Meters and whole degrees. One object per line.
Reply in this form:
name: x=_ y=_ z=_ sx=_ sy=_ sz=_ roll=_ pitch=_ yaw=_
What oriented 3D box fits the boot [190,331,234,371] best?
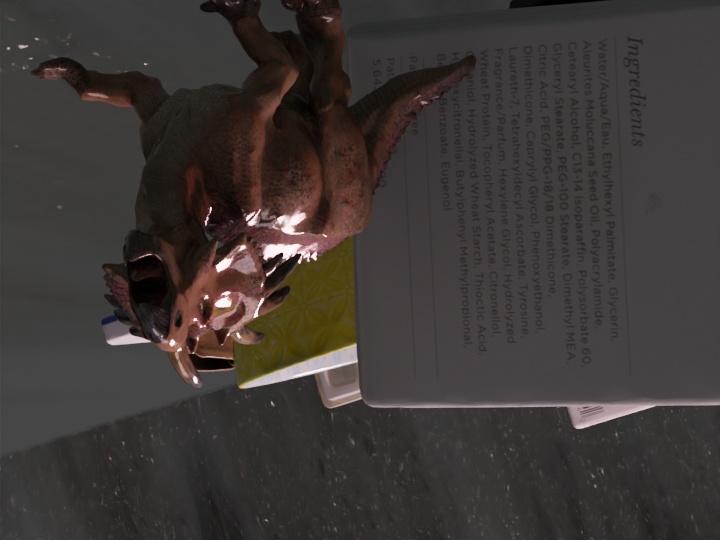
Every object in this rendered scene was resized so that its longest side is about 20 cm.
boot: x=-0.088 y=0.042 z=1.493 sx=0.074 sy=0.076 sz=0.200 roll=-29 pitch=163 yaw=32

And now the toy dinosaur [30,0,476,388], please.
toy dinosaur: x=-0.036 y=-0.031 z=0.738 sx=0.200 sy=0.136 sz=0.086 roll=-12 pitch=173 yaw=-42

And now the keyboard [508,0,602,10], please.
keyboard: x=0.172 y=-0.131 z=0.867 sx=0.199 sy=0.040 sz=0.104 roll=-15 pitch=175 yaw=-27

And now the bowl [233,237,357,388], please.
bowl: x=0.000 y=0.000 z=1.290 sx=0.200 sy=0.108 sz=0.200 roll=-17 pitch=175 yaw=-2

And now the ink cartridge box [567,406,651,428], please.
ink cartridge box: x=0.240 y=0.017 z=1.684 sx=0.176 sy=0.201 sz=0.045 roll=-19 pitch=175 yaw=23

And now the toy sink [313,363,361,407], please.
toy sink: x=0.018 y=0.071 z=2.024 sx=0.200 sy=0.112 sz=0.130 roll=-11 pitch=172 yaw=-44

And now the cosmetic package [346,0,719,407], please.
cosmetic package: x=0.118 y=-0.028 z=0.847 sx=0.199 sy=0.166 sz=0.165 roll=-2 pitch=-179 yaw=24

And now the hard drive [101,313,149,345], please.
hard drive: x=-0.099 y=0.021 z=1.625 sx=0.199 sy=0.025 sz=0.132 roll=-18 pitch=174 yaw=19
